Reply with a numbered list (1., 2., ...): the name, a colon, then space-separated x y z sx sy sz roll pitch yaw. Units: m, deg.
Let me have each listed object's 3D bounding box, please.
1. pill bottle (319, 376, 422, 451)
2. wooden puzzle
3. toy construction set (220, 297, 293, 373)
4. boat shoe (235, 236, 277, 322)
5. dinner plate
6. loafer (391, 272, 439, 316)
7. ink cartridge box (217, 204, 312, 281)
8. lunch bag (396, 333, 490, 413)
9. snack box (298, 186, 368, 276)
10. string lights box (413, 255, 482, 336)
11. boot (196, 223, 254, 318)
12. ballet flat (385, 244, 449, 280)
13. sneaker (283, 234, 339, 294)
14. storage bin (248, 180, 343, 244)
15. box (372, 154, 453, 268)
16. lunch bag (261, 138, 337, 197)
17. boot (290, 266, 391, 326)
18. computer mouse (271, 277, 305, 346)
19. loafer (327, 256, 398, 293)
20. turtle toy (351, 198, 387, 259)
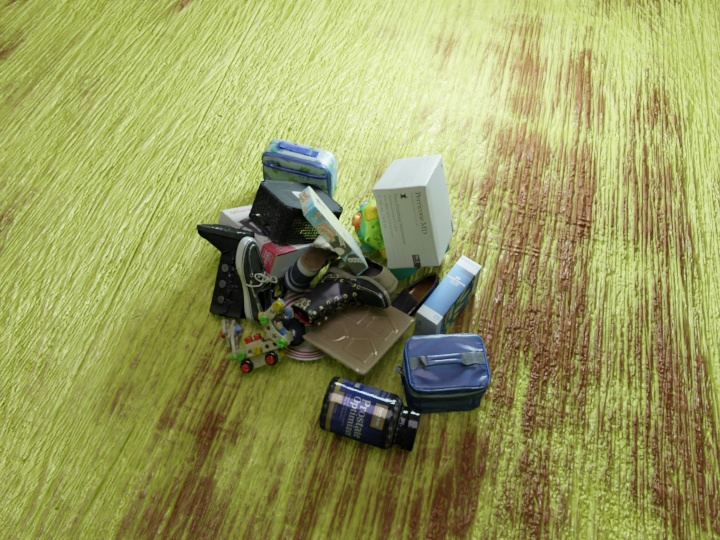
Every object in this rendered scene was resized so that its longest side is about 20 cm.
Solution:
1. pill bottle: 0.022 0.297 1.286 0.196 0.113 0.113 15 54 10
2. wooden puzzle: -0.001 0.138 1.400 0.183 0.047 0.199 27 51 33
3. toy construction set: -0.228 0.144 1.374 0.197 0.134 0.092 -16 9 28
4. boat shoe: -0.229 0.026 1.409 0.067 0.204 0.073 9 19 31
5. dinner plate: -0.122 0.124 1.464 0.195 0.024 0.204 1 55 -2
6. loafer: 0.109 0.070 1.478 0.199 0.073 0.073 -39 64 -25
7. ink cartridge box: -0.238 -0.072 1.532 0.199 0.086 0.144 36 29 22
8. lunch bag: 0.172 0.213 1.339 0.195 0.134 0.138 -3 53 -5
9. snack box: -0.062 -0.089 1.427 0.037 0.200 0.117 -36 30 9
10. string lights box: 0.202 0.071 1.461 0.058 0.104 0.200 31 59 21
11. boot: -0.326 0.001 1.468 0.162 0.205 0.065 13 12 29
12. ballet flat: 0.131 -0.033 1.568 0.197 0.070 0.070 -24 57 -20
13. sneaker: -0.115 -0.015 1.506 0.070 0.109 0.200 42 32 3
14. storage bin: -0.155 -0.143 1.529 0.135 0.095 0.198 41 27 30
15. box: 0.130 -0.140 1.478 0.128 0.203 0.201 -3 27 21
16. lunch bag: -0.161 -0.258 1.655 0.196 0.162 0.083 16 53 9
17. boot: -0.045 0.075 1.388 0.201 0.075 0.153 20 48 39
18. computer mouse: -0.171 0.087 1.454 0.057 0.034 0.202 -15 55 -12
19. loafer: 0.000 0.000 1.504 0.197 0.069 0.076 12 51 32
20. turtle toy: 0.042 -0.124 1.590 0.099 0.148 0.201 -8 28 30
